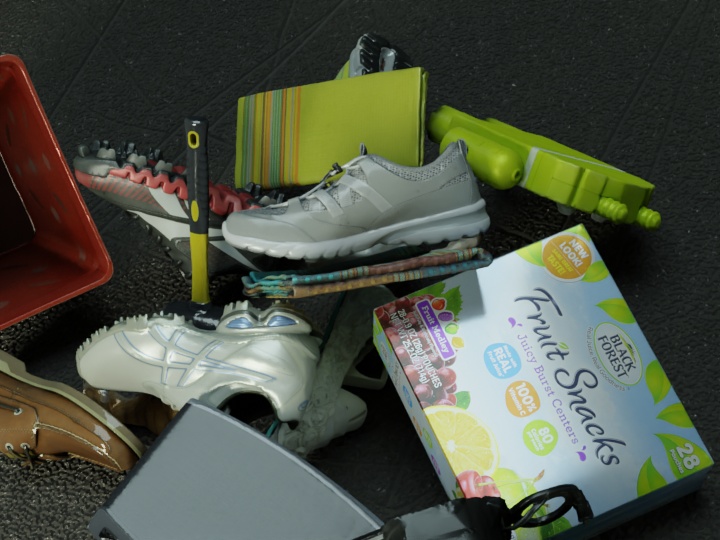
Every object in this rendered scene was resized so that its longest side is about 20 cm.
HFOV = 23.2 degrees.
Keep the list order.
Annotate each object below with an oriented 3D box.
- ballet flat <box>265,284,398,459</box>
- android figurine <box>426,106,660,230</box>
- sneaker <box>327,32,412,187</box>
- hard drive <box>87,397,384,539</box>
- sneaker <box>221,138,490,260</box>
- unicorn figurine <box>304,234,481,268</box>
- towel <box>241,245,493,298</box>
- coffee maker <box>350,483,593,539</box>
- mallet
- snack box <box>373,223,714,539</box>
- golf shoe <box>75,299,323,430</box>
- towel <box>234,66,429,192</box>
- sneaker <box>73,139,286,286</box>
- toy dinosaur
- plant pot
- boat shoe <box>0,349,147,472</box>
[{"bbox_3d":[-0.014,0.081,1.336,0.072,0.072,0.200,8,47,23],"label":"ballet flat"},{"bbox_3d":[0.149,-0.079,1.395,0.200,0.041,0.182,30,14,39],"label":"android figurine"},{"bbox_3d":[-0.004,-0.121,1.548,0.078,0.090,0.200,33,38,-13],"label":"sneaker"},{"bbox_3d":[-0.073,0.181,1.190,0.200,0.042,0.135,34,68,15],"label":"hard drive"},{"bbox_3d":[-0.006,-0.053,1.315,0.200,0.082,0.075,-8,3,-7],"label":"sneaker"},{"bbox_3d":[0.026,-0.037,1.427,0.137,0.074,0.200,-16,3,9],"label":"unicorn figurine"},{"bbox_3d":[0.000,0.000,1.267,0.146,0.022,0.200,-10,1,-13],"label":"towel"},{"bbox_3d":[0.076,0.245,1.047,0.192,0.135,0.200,-33,53,12],"label":"coffee maker"},{"bbox_3d":[-0.118,-0.022,1.383,0.066,0.200,0.041,16,27,17],"label":"mallet"},{"bbox_3d":[0.124,0.090,1.226,0.168,0.068,0.200,-21,69,-9],"label":"snack box"},{"bbox_3d":[-0.125,0.082,1.282,0.200,0.078,0.097,-9,66,25],"label":"golf shoe"},{"bbox_3d":[-0.026,-0.114,1.455,0.200,0.018,0.086,-5,80,39],"label":"towel"},{"bbox_3d":[-0.148,-0.040,1.438,0.200,0.098,0.071,20,11,-21],"label":"sneaker"},{"bbox_3d":[-0.127,0.111,1.349,0.200,0.060,0.106,16,70,38],"label":"toy dinosaur"},{"bbox_3d":[-0.346,-0.051,1.466,0.200,0.200,0.176,-25,12,-13],"label":"plant pot"},{"bbox_3d":[-0.247,0.123,1.354,0.200,0.072,0.068,19,63,40],"label":"boat shoe"}]
